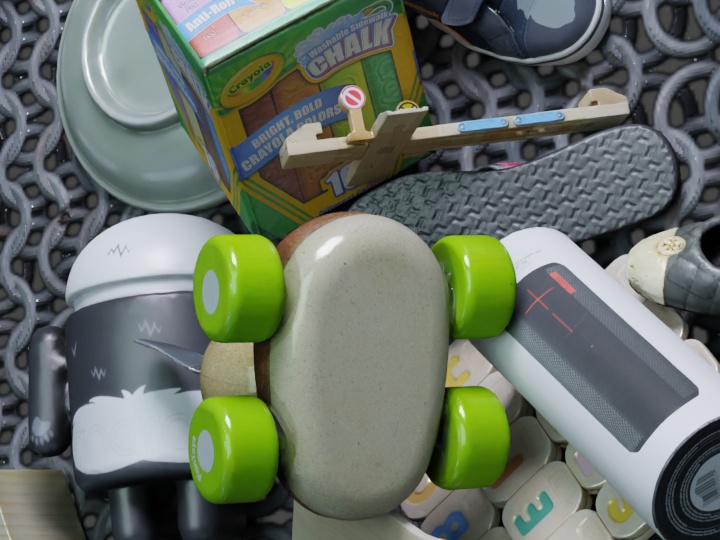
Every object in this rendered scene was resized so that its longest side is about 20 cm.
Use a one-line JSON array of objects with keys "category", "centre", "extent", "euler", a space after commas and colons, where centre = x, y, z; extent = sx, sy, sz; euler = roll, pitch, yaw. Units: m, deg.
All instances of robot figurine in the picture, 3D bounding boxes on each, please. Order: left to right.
[{"category": "robot figurine", "centre": [-0.111, 0.067, 1.533], "extent": [0.125, 0.149, 0.201], "euler": [149, 118, -63]}]

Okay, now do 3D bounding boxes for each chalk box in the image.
[{"category": "chalk box", "centre": [-0.049, -0.139, 1.455], "extent": [0.124, 0.200, 0.124], "euler": [-28, 52, -8]}]

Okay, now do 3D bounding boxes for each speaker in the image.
[{"category": "speaker", "centre": [0.131, 0.057, 1.342], "extent": [0.081, 0.081, 0.200], "euler": [-56, 40, 11]}]

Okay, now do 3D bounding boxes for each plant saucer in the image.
[{"category": "plant saucer", "centre": [-0.119, -0.137, 1.614], "extent": [0.199, 0.050, 0.201], "euler": [-6, 78, 30]}]

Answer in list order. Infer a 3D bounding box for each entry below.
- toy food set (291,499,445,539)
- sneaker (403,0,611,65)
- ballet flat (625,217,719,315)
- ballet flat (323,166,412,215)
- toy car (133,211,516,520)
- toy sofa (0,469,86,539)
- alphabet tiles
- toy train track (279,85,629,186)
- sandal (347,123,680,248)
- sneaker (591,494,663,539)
[{"category": "toy food set", "centre": [0.019, 0.181, 1.417], "extent": [0.200, 0.060, 0.144], "euler": [-147, 57, -59]}, {"category": "sneaker", "centre": [0.049, -0.180, 1.506], "extent": [0.199, 0.079, 0.079], "euler": [29, 95, 30]}, {"category": "ballet flat", "centre": [0.234, -0.017, 1.362], "extent": [0.199, 0.057, 0.067], "euler": [-6, 45, 24]}, {"category": "ballet flat", "centre": [0.000, 0.000, 1.524], "extent": [0.066, 0.057, 0.201], "euler": [-2, 73, 17]}, {"category": "toy car", "centre": [-0.036, 0.042, 1.393], "extent": [0.200, 0.163, 0.159], "euler": [13, 102, 63]}, {"category": "toy sofa", "centre": [-0.265, 0.205, 1.621], "extent": [0.199, 0.083, 0.098], "euler": [-28, 73, 24]}, {"category": "alphabet tiles", "centre": [0.103, 0.088, 1.418], "extent": [0.196, 0.015, 0.200], "euler": [-45, 41, 12]}, {"category": "toy train track", "centre": [0.051, -0.086, 1.442], "extent": [0.199, 0.115, 0.033], "euler": [-7, 74, -15]}, {"category": "sandal", "centre": [0.086, -0.031, 1.475], "extent": [0.199, 0.045, 0.076], "euler": [-15, 88, 9]}, {"category": "sneaker", "centre": [0.148, 0.171, 1.396], "extent": [0.200, 0.076, 0.075], "euler": [-56, 26, -7]}]
